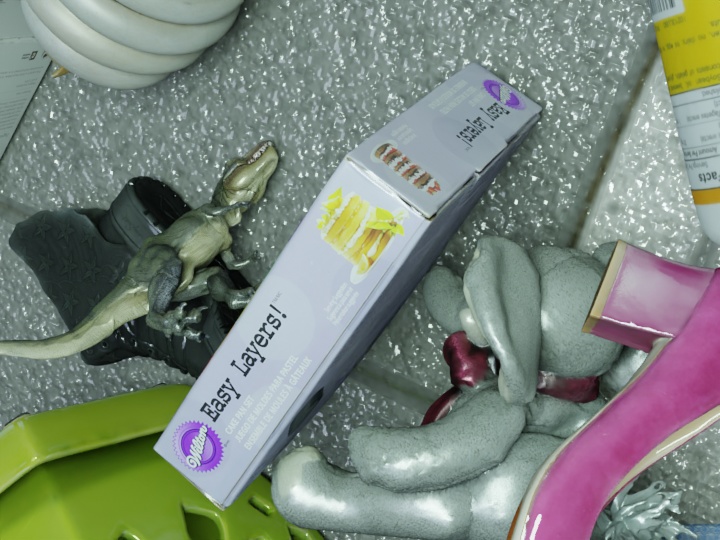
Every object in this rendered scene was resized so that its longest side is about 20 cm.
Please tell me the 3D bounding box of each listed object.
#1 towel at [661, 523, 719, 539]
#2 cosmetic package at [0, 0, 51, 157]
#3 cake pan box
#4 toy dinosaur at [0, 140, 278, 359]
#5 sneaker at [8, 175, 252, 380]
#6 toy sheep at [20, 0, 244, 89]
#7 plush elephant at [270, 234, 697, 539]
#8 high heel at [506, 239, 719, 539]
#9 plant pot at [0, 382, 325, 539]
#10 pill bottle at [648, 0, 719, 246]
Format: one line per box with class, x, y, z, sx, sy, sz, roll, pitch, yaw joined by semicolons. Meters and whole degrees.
towel;0.160;0.204;0.857;0.199;0.024;0.148;-5;97;29
cosmetic package;-0.277;-0.088;1.002;0.107;0.085;0.200;39;114;15
cake pan box;0.000;0.000;0.804;0.052;0.200;0.184;39;119;4
toy dinosaur;-0.096;0.006;0.873;0.088;0.200;0.048;24;140;37
sneaker;-0.119;0.027;0.955;0.104;0.060;0.200;-44;73;26
toy sheep;-0.117;-0.172;0.874;0.138;0.138;0.200;54;137;9
plush elephant;0.073;0.055;0.801;0.199;0.164;0.156;-3;78;41
high heel;0.119;0.091;0.685;0.096;0.067;0.201;20;74;5
plant pot;-0.148;0.181;0.925;0.199;0.200;0.182;-37;76;29
pill bottle;0.195;-0.073;0.732;0.111;0.111;0.201;-11;94;30
